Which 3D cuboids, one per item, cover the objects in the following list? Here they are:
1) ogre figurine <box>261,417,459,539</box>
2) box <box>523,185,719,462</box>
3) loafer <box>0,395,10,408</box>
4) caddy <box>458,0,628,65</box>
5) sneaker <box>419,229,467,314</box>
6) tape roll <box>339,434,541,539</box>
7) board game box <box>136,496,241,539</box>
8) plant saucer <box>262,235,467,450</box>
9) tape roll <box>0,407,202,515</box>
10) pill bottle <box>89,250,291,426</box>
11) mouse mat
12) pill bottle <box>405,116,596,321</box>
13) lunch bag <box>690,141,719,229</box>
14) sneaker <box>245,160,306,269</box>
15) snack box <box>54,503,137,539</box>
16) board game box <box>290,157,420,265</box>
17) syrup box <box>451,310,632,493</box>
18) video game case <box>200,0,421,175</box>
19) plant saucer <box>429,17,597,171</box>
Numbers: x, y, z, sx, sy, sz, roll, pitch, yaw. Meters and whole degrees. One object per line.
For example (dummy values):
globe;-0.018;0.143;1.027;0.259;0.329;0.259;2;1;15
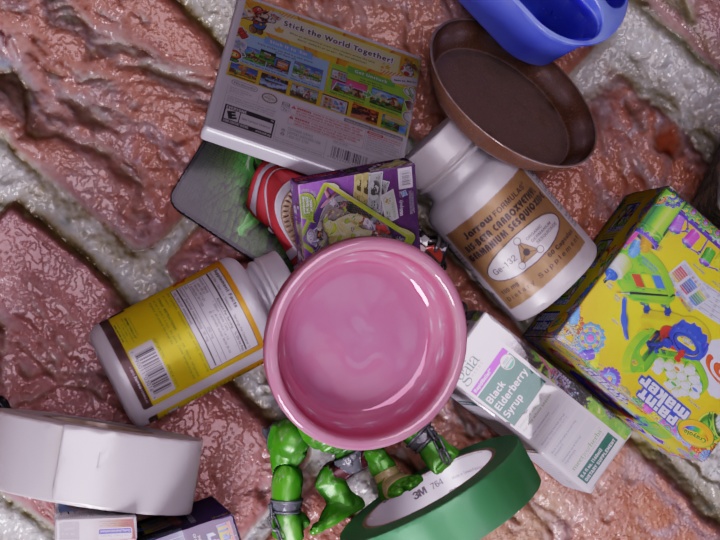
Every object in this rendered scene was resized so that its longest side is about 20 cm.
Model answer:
ogre figurine;-0.017;0.180;1.662;0.199;0.098;0.121;-29;86;33
box;0.310;0.054;1.715;0.200;0.122;0.193;40;82;-8
loafer;-0.429;0.159;1.597;0.198;0.070;0.069;-11;91;-11
caddy;0.178;-0.305;1.690;0.200;0.105;0.142;45;60;-6
sneaker;0.046;-0.027;1.680;0.081;0.077;0.201;-23;105;18
tape roll;0.077;0.229;1.625;0.199;0.200;0.048;-31;94;-10
board game box;-0.199;0.267;1.572;0.164;0.200;0.057;-19;90;-11
plant saucer;0.001;0.065;1.584;0.198;0.051;0.203;-4;101;-19
tape roll;-0.249;0.176;1.565;0.200;0.202;0.072;11;86;-10
pill bottle;-0.154;0.060;1.633;0.199;0.109;0.110;-27;93;-11
mouse mat;-0.079;-0.109;1.705;0.160;0.008;0.201;32;82;-8
pill bottle;0.133;-0.058;1.689;0.114;0.114;0.200;-43;96;-9
lunch bag;0.435;-0.128;1.723;0.117;0.164;0.202;24;85;-3
sneaker;-0.051;-0.022;1.679;0.071;0.112;0.201;-27;124;-13
snack box;-0.248;0.231;1.563;0.071;0.200;0.025;-2;87;-10
board game box;0.000;0.000;1.614;0.119;0.032;0.202;-12;112;-21
syrup box;0.167;0.132;1.706;0.200;0.081;0.079;39;81;-9
video game case;-0.045;-0.171;1.661;0.198;0.023;0.183;18;54;-9
plant saucer;0.147;-0.169;1.685;0.199;0.035;0.201;22;41;-20
